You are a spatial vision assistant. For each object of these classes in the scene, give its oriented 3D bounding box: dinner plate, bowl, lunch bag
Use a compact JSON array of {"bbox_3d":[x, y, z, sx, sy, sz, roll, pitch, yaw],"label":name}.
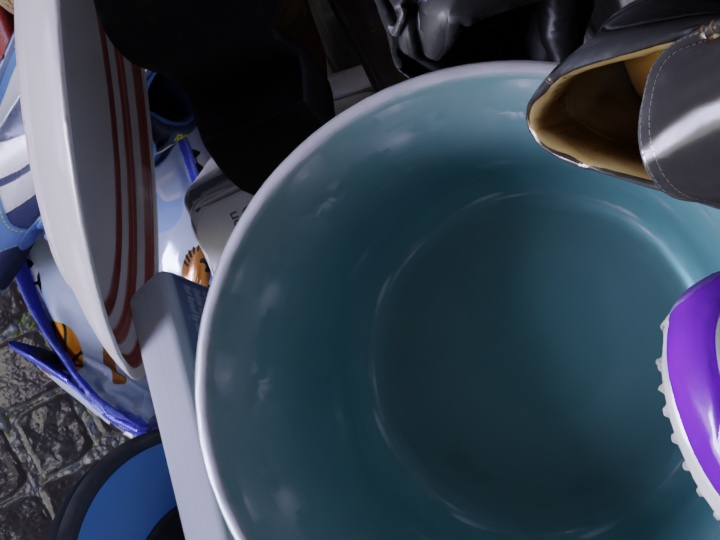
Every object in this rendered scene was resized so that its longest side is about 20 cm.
[{"bbox_3d":[-0.096,-0.061,0.923,0.200,0.024,0.201,-6,-90,-85],"label":"dinner plate"},{"bbox_3d":[0.054,0.033,0.850,0.201,0.200,0.105,64,-171,0],"label":"bowl"},{"bbox_3d":[-0.090,0.002,1.222,0.200,0.124,0.170,67,-167,17],"label":"lunch bag"}]

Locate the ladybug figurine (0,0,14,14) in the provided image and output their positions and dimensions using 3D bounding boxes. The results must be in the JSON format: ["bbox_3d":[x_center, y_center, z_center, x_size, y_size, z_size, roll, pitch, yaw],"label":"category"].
[{"bbox_3d":[-0.135,-0.190,1.111,0.135,0.072,0.200,24,140,27],"label":"ladybug figurine"}]

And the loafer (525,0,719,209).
[{"bbox_3d":[0.106,-0.037,0.672,0.073,0.072,0.200,67,169,-11],"label":"loafer"}]

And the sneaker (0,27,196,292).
[{"bbox_3d":[-0.117,-0.056,1.090,0.200,0.082,0.074,-58,6,36],"label":"sneaker"}]

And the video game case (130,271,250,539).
[{"bbox_3d":[0.013,0.105,0.895,0.182,0.023,0.200,23,-144,-40],"label":"video game case"}]

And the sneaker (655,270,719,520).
[{"bbox_3d":[0.160,0.075,0.718,0.200,0.069,0.100,58,162,12],"label":"sneaker"}]

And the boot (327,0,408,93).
[{"bbox_3d":[0.017,-0.098,0.982,0.186,0.064,0.201,-75,-37,-86],"label":"boot"}]

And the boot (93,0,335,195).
[{"bbox_3d":[-0.061,-0.155,0.967,0.188,0.068,0.200,52,-159,-52],"label":"boot"}]

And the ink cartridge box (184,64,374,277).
[{"bbox_3d":[0.000,0.000,1.106,0.200,0.085,0.146,-68,-46,-77],"label":"ink cartridge box"}]

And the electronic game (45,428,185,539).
[{"bbox_3d":[-0.020,0.137,0.878,0.042,0.200,0.200,-44,66,34],"label":"electronic game"}]

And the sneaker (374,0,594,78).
[{"bbox_3d":[0.022,-0.132,0.832,0.111,0.077,0.200,-119,6,-47],"label":"sneaker"}]

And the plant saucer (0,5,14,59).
[{"bbox_3d":[-0.134,-0.177,1.259,0.037,0.200,0.200,22,145,34],"label":"plant saucer"}]
